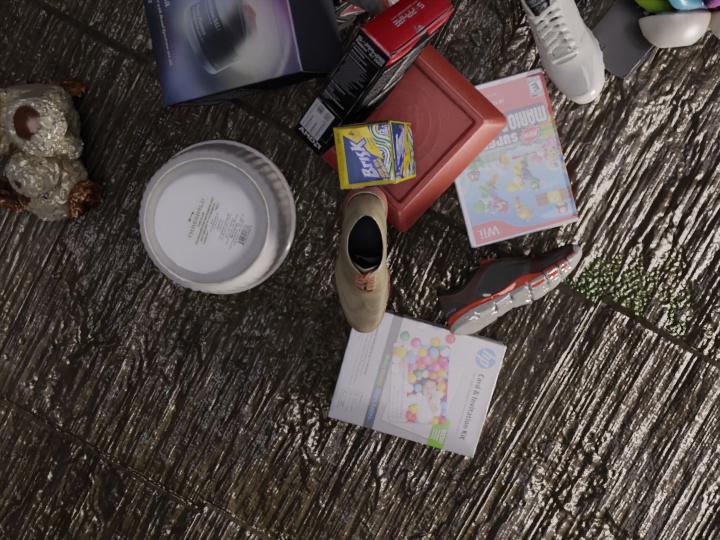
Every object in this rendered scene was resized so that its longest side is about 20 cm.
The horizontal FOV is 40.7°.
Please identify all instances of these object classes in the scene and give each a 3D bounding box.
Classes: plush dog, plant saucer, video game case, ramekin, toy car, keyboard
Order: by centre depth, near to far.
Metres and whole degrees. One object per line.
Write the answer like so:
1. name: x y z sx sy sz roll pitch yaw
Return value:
1. toy car: 0.417 -0.354 1.128 0.199 0.150 0.176 -4 101 -1
2. keyboard: 0.347 -0.349 1.212 0.127 0.021 0.200 39 96 -8
3. plant saucer: 0.048 -0.184 1.225 0.200 0.037 0.200 44 101 0
4. ramekin: -0.184 -0.065 1.227 0.199 0.105 0.201 0 96 3
5. plush dog: -0.404 -0.146 1.230 0.199 0.160 0.172 7 113 30
6. video game case: 0.186 -0.143 1.243 0.142 0.017 0.201 -15 96 4

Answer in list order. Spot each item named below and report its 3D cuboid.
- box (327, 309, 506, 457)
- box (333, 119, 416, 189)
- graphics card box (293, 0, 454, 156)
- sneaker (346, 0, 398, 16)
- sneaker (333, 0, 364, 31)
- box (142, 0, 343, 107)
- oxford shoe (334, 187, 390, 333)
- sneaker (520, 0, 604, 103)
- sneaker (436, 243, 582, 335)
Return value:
1. box: 0.072 0.142 1.270 0.199 0.041 0.156 16 97 0
2. box: 0.020 -0.134 1.114 0.064 0.200 0.070 -5 97 10
3. graphics card box: 0.012 -0.224 1.094 0.051 0.200 0.125 44 55 1
4. sneaker: 0.006 -0.341 1.130 0.200 0.082 0.077 45 54 -37
5. sneaker: -0.012 -0.354 1.201 0.200 0.075 0.081 -27 95 6
6. box: -0.144 -0.314 1.157 0.198 0.123 0.201 -9 96 26
7. oxford shoe: 0.000 0.000 1.178 0.070 0.075 0.201 -2 120 3
8. sneaker: 0.236 -0.297 1.183 0.076 0.080 0.201 -22 91 26
9. sneaker: 0.186 0.004 1.233 0.200 0.077 0.082 -27 68 -8
